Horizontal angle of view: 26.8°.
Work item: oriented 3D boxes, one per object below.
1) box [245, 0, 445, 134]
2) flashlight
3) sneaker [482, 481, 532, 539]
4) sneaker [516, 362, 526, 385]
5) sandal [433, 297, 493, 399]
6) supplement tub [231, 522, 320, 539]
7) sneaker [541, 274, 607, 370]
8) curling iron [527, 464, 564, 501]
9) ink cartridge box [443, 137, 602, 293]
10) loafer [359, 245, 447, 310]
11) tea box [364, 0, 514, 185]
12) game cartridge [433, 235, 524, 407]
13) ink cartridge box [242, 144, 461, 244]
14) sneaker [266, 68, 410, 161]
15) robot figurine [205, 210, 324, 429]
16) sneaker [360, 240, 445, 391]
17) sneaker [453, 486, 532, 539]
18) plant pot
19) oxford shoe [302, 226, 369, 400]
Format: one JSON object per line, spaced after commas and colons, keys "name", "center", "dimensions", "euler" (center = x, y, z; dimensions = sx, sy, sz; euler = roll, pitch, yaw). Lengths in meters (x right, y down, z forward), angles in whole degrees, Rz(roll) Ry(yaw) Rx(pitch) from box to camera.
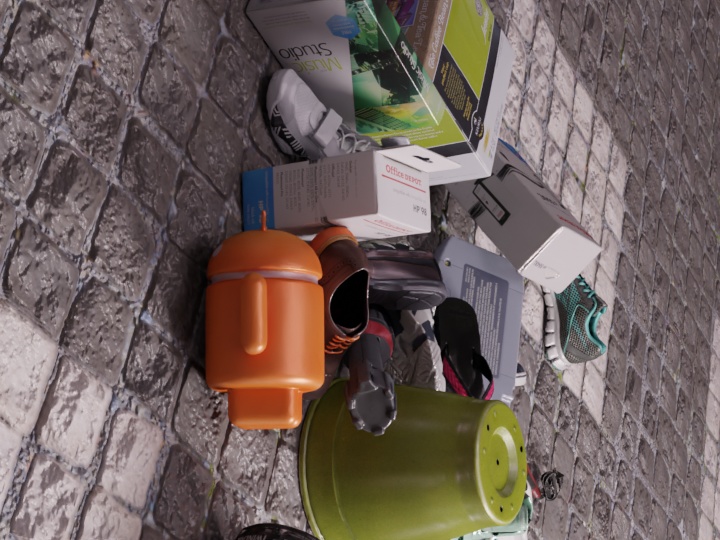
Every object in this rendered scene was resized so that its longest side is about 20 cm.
{"name": "box", "center": [-0.013, -0.224, 1.602], "dimensions": [0.200, 0.143, 0.037], "euler": [52, 46, -42]}
{"name": "flashlight", "center": [0.008, 0.106, 1.569], "dimensions": [0.067, 0.068, 0.200], "euler": [25, 18, -13]}
{"name": "sneaker", "center": [0.180, 0.362, 1.920], "dimensions": [0.088, 0.075, 0.202], "euler": [-2, 80, -48]}
{"name": "sneaker", "center": [0.151, 0.108, 1.894], "dimensions": [0.200, 0.078, 0.080], "euler": [6, 84, -59]}
{"name": "sandal", "center": [0.120, 0.119, 1.731], "dimensions": [0.075, 0.045, 0.201], "euler": [9, 63, -29]}
{"name": "supplement tub", "center": [-0.094, 0.340, 1.361], "dimensions": [0.123, 0.122, 0.201], "euler": [61, 37, -34]}
{"name": "sneaker", "center": [0.315, 0.041, 2.190], "dimensions": [0.077, 0.091, 0.202], "euler": [-1, 85, -62]}
{"name": "curling iron", "center": [0.221, 0.254, 2.038], "dimensions": [0.050, 0.026, 0.200], "euler": [-48, 131, -7]}
{"name": "ink cartridge box", "center": [0.197, -0.079, 1.907], "dimensions": [0.200, 0.084, 0.146], "euler": [51, 15, 27]}
{"name": "loafer", "center": [0.000, 0.000, 1.615], "dimensions": [0.199, 0.072, 0.063], "euler": [8, 60, -29]}
{"name": "tea box", "center": [0.074, -0.237, 1.773], "dimensions": [0.197, 0.133, 0.201], "euler": [53, 41, -44]}
{"name": "game cartridge", "center": [0.130, 0.063, 1.815], "dimensions": [0.132, 0.042, 0.201], "euler": [20, 58, -17]}
{"name": "ink cartridge box", "center": [-0.007, -0.072, 1.524], "dimensions": [0.116, 0.199, 0.067], "euler": [14, 72, -59]}
{"name": "sneaker", "center": [-0.016, -0.137, 1.609], "dimensions": [0.201, 0.114, 0.075], "euler": [62, 35, -33]}
{"name": "robot figurine", "center": [-0.092, 0.049, 1.437], "dimensions": [0.143, 0.116, 0.202], "euler": [9, 77, -48]}
{"name": "sneaker", "center": [0.064, 0.053, 1.732], "dimensions": [0.129, 0.079, 0.200], "euler": [-24, 85, -57]}
{"name": "sneaker", "center": [0.131, 0.289, 1.781], "dimensions": [0.200, 0.117, 0.074], "euler": [-9, 93, -60]}
{"name": "plant pot", "center": [0.067, 0.208, 1.606], "dimensions": [0.200, 0.192, 0.202], "euler": [19, 68, -58]}
{"name": "oxford shoe", "center": [-0.034, 0.059, 1.511], "dimensions": [0.071, 0.073, 0.201], "euler": [-9, 128, -28]}
